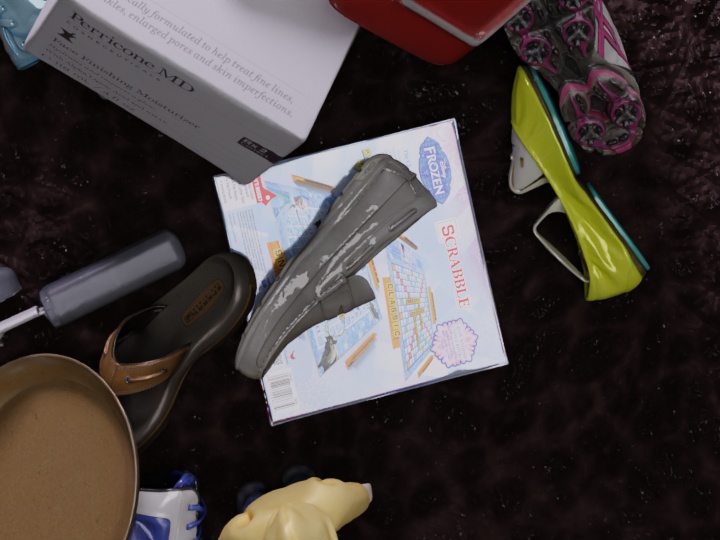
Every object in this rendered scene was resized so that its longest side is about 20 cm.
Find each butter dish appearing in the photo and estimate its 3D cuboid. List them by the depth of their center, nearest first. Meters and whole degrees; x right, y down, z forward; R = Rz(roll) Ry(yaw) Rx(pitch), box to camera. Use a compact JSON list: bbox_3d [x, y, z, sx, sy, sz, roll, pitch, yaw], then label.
[{"bbox_3d":[0.064,-0.261,1.091,0.199,0.199,0.149,-38,67,19],"label":"butter dish"}]

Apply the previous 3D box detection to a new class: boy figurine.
[{"bbox_3d":[-0.045,0.189,1.203,0.123,0.200,0.065,-20,96,-9],"label":"boy figurine"}]

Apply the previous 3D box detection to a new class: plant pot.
[{"bbox_3d":[-0.240,0.164,1.212,0.198,0.027,0.203,-7,76,29],"label":"plant pot"}]

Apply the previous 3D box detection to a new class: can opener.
[{"bbox_3d":[-0.234,0.007,1.238,0.198,0.053,0.068,-26,98,-6],"label":"can opener"}]

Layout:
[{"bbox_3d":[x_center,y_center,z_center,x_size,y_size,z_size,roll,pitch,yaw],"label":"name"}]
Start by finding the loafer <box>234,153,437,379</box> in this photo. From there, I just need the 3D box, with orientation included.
[{"bbox_3d":[-0.020,0.005,1.216,0.070,0.070,0.201,38,88,1],"label":"loafer"}]

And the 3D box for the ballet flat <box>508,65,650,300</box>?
[{"bbox_3d":[0.157,-0.064,1.283,0.067,0.067,0.201,-30,98,9],"label":"ballet flat"}]

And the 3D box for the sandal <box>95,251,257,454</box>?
[{"bbox_3d":[-0.158,0.063,1.225,0.200,0.054,0.082,-46,55,12],"label":"sandal"}]

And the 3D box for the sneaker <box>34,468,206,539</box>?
[{"bbox_3d":[-0.145,0.221,1.251,0.199,0.081,0.115,42,90,-7],"label":"sneaker"}]

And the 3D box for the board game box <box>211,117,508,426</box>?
[{"bbox_3d":[0.000,0.000,1.274,0.197,0.041,0.203,-13,95,-6],"label":"board game box"}]

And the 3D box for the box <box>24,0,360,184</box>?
[{"bbox_3d":[-0.104,-0.206,1.163,0.198,0.130,0.202,30,68,-15],"label":"box"}]

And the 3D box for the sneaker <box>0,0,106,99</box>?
[{"bbox_3d":[-0.256,-0.198,1.211,0.198,0.074,0.083,29,85,-8],"label":"sneaker"}]

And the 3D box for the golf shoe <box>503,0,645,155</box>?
[{"bbox_3d":[0.155,-0.185,1.234,0.072,0.093,0.201,-20,125,17],"label":"golf shoe"}]
